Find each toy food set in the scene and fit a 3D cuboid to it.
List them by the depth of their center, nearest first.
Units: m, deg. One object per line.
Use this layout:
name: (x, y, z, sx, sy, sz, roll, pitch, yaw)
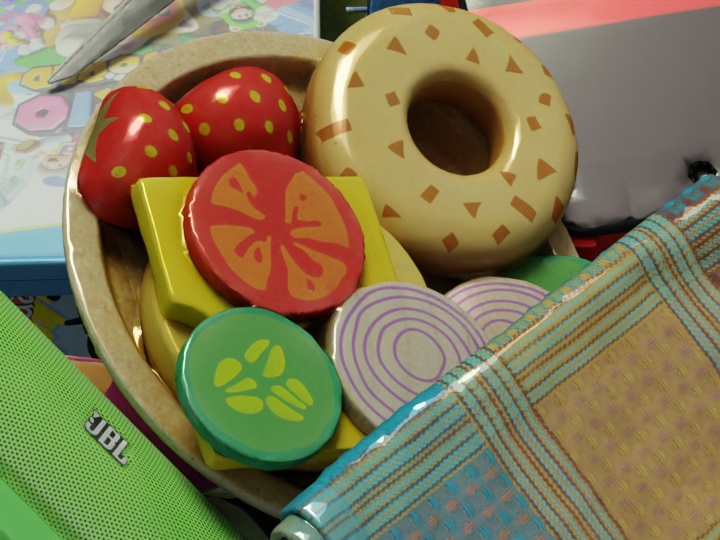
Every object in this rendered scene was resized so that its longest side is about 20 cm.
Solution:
toy food set: (0.000, 0.000, 0.830, 0.199, 0.049, 0.199, -2, 60, -31)

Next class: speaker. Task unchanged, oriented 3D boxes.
speaker: (-0.099, 0.072, 0.766, 0.200, 0.088, 0.089, 46, 32, -6)

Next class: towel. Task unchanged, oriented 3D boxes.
towel: (0.086, 0.077, 0.768, 0.200, 0.147, 0.022, -37, -3, -27)

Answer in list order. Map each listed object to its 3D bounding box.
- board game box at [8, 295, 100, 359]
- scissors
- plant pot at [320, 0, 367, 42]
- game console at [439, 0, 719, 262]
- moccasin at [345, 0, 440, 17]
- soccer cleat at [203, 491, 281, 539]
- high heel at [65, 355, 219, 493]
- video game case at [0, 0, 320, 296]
board game box: (-0.051, 0.006, 0.989, 0.198, 0.104, 0.105, -1, 27, 1)
scissors: (-0.054, -0.139, 1.009, 0.199, 0.074, 0.014, -27, 0, -26)
plant pot: (-0.040, -0.113, 1.128, 0.198, 0.191, 0.200, -2, 27, 1)
game console: (0.132, -0.093, 0.946, 0.199, 0.031, 0.178, -9, 66, -6)
moccasin: (0.036, -0.083, 1.050, 0.080, 0.201, 0.068, -5, 35, 0)
soccer cleat: (-0.032, 0.105, 0.851, 0.198, 0.068, 0.081, 3, 47, 7)
high heel: (-0.130, 0.021, 0.829, 0.199, 0.097, 0.067, 8, 26, 9)
video game case: (-0.086, -0.059, 0.963, 0.142, 0.018, 0.201, -1, 38, 0)
